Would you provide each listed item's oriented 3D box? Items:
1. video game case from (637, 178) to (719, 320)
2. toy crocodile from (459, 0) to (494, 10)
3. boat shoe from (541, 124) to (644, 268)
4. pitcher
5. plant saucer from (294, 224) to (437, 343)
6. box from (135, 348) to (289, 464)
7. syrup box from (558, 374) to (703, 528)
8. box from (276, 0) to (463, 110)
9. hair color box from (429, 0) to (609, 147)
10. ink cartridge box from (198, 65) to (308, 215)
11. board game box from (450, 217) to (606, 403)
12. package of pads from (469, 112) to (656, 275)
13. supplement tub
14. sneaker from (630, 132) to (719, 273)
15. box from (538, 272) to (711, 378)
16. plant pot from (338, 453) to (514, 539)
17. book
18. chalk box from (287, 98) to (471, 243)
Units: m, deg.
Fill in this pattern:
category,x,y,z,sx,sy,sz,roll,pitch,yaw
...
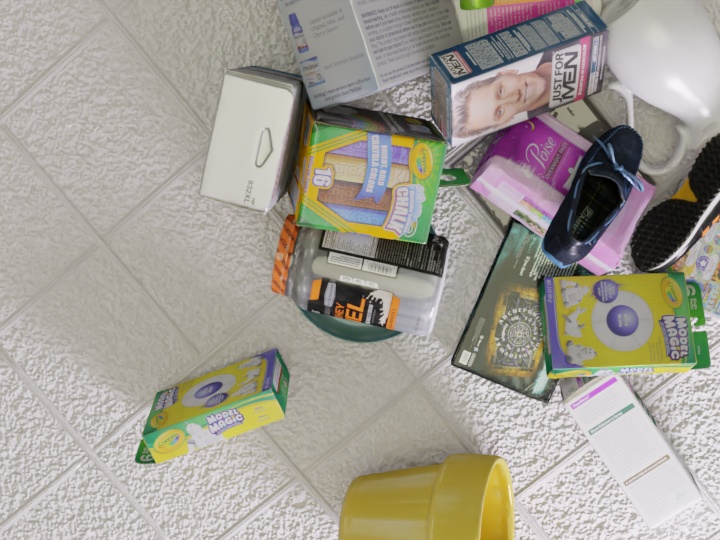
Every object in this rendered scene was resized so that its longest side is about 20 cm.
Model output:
category,x,y,z,sx,sy,sz,roll,pitch,yaw
video game case,0.457,-0.010,1.465,0.199,0.018,0.144,22,102,0
toy crocodile,0.159,-0.340,1.343,0.199,0.062,0.068,-16,112,-17
boat shoe,0.277,-0.086,1.341,0.084,0.069,0.201,30,65,-6
pitcher,0.349,-0.222,1.388,0.171,0.121,0.200,-41,107,15
plant saucer,0.004,-0.009,1.494,0.198,0.027,0.202,1,102,4
box,-0.190,0.172,1.489,0.199,0.117,0.049,-23,110,8
syrup box,0.334,0.210,1.485,0.081,0.079,0.201,-33,96,10
box,0.006,-0.305,1.350,0.104,0.184,0.201,-10,102,41
hair color box,0.180,-0.224,1.359,0.199,0.061,0.100,-21,142,-11
ink cartridge box,-0.118,-0.158,1.386,0.083,0.200,0.146,14,102,1
board game box,0.212,0.052,1.489,0.134,0.028,0.201,23,101,-1
package of pads,0.241,-0.099,1.414,0.199,0.076,0.121,34,62,-3
supplement tub,0.000,0.000,1.421,0.198,0.123,0.123,12,101,3
sneaker,0.409,-0.069,1.415,0.090,0.070,0.201,12,125,-36
box,0.319,0.065,1.426,0.198,0.048,0.118,-2,72,-4
plant pot,0.081,0.325,1.479,0.188,0.201,0.202,1,101,20
book,0.183,-0.327,1.412,0.198,0.048,0.135,-4,104,6
chalk box,0.026,-0.112,1.383,0.198,0.125,0.125,9,108,-10
